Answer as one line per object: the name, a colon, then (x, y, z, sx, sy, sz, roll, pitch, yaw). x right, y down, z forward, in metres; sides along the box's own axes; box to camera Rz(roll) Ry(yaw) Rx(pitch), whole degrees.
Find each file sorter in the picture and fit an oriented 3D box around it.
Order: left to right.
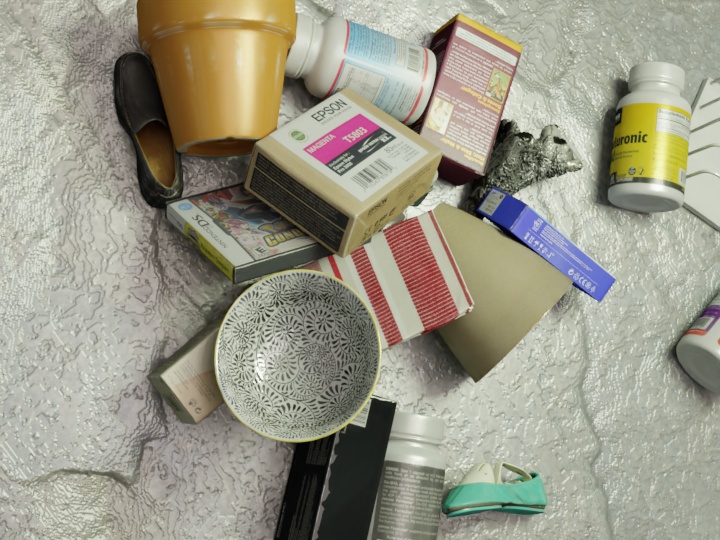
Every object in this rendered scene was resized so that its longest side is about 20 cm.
file sorter: (0.566, -0.184, 1.749, 0.138, 0.124, 0.202, 31, 74, -13)

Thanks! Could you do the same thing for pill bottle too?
pill bottle: (-0.007, -0.272, 1.560, 0.197, 0.109, 0.110, 17, 78, -17)
pill bottle: (0.051, 0.287, 1.507, 0.111, 0.113, 0.203, 12, 80, -18)
pill bottle: (0.425, -0.195, 1.706, 0.110, 0.111, 0.203, 12, 79, -18)
pill bottle: (0.566, 0.077, 1.723, 0.200, 0.111, 0.112, -45, 99, -19)

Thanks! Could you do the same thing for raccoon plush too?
raccoon plush: (0.221, -0.122, 1.657, 0.133, 0.097, 0.201, 25, 104, -28)

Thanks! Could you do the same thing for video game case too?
video game case: (-0.116, -0.060, 1.451, 0.198, 0.180, 0.026, -18, 128, -31)

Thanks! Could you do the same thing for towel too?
towel: (0.029, 0.025, 1.485, 0.198, 0.023, 0.146, -24, 77, 0)

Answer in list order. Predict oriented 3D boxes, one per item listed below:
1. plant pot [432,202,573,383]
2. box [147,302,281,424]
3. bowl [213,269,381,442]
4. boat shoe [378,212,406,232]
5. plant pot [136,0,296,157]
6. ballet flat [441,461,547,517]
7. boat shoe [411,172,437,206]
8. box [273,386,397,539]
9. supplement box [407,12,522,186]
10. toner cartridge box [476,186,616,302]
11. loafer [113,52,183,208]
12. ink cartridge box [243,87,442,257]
plant pot: (0.149, 0.011, 1.558, 0.200, 0.188, 0.187, 45, 71, 5)
box: (-0.162, 0.098, 1.465, 0.199, 0.095, 0.078, -40, 99, -19)
bowl: (-0.068, 0.109, 1.389, 0.197, 0.094, 0.204, -2, 75, 7)
boat shoe: (0.000, 0.000, 1.547, 0.059, 0.072, 0.201, 40, 77, -7)
plant pot: (-0.174, -0.243, 1.449, 0.197, 0.200, 0.186, -3, 86, -20)
ballet flat: (0.175, 0.291, 1.558, 0.198, 0.067, 0.072, 10, 67, -43)
boat shoe: (0.003, -0.132, 1.565, 0.197, 0.062, 0.073, 14, 41, -10)
box: (-0.033, 0.254, 1.466, 0.078, 0.141, 0.203, 18, 78, -21)
supplement box: (0.136, -0.234, 1.619, 0.109, 0.086, 0.203, 23, 76, -16)
toner cartridge box: (0.256, -0.035, 1.600, 0.199, 0.095, 0.043, 35, 94, -32)
loafer: (-0.262, -0.184, 1.475, 0.072, 0.072, 0.203, -18, 89, -20)
ink cartridge box: (-0.019, -0.126, 1.447, 0.164, 0.076, 0.200, 35, 45, 16)
